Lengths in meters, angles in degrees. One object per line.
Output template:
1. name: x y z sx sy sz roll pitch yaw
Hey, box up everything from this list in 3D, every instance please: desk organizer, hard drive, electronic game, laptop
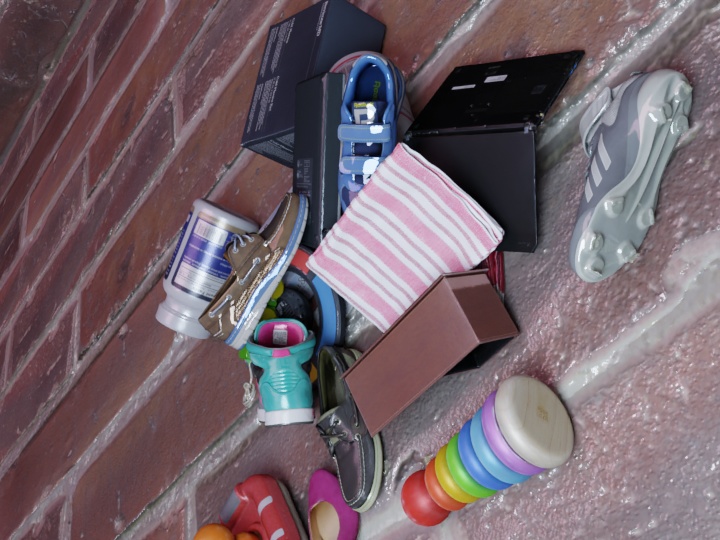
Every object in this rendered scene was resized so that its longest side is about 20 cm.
1. desk organizer: 0.068 0.089 0.880 0.200 0.071 0.078 -48 60 39
2. hard drive: -0.055 -0.134 1.039 0.139 0.032 0.205 -161 72 -71
3. electronic game: -0.097 0.063 1.109 0.197 0.041 0.205 1 91 40
4. laptop: 0.143 -0.130 0.913 0.175 0.104 0.201 5 49 44

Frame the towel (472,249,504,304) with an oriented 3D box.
1. towel: 0.101 -0.026 0.945 0.143 0.022 0.204 -29 51 46

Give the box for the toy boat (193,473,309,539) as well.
1. toy boat: -0.141 0.337 1.005 0.132 0.129 0.200 -59 35 16

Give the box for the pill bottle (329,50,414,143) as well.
1. pill bottle: 0.016 -0.176 1.054 0.109 0.107 0.203 -45 37 31

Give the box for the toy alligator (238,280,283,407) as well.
1. toy alligator: -0.142 0.067 1.065 0.059 0.053 0.205 -8 68 59

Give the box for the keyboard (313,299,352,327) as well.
1. keyboard: 0.000 0.000 1.084 0.202 0.011 0.057 -56 36 21

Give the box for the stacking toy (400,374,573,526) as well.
1. stacking toy: 0.105 0.181 0.792 0.200 0.084 0.087 -46 40 40

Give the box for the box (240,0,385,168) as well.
1. box: -0.072 -0.271 1.241 0.181 0.103 0.204 -2 72 55

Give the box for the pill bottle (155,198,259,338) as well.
1. pill bottle: -0.248 -0.002 1.342 0.115 0.114 0.203 30 98 55

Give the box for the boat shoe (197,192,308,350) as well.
1. boat shoe: -0.128 -0.009 1.002 0.203 0.071 0.072 -65 17 -4

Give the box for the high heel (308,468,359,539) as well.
1. high heel: -0.047 0.298 0.922 0.068 0.095 0.202 -52 38 23

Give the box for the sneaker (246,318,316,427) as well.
1. sneaker: -0.095 0.121 1.008 0.200 0.082 0.124 143 123 -78

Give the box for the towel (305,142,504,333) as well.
1. towel: 0.041 -0.020 0.891 0.200 0.146 0.030 -49 3 35

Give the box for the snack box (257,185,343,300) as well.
1. snack box: -0.089 -0.034 1.189 0.201 0.052 0.144 -49 39 29

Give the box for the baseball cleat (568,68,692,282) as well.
1. baseball cleat: 0.230 -0.086 0.766 0.203 0.069 0.106 -61 27 -3

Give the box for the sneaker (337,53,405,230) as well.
1. sneaker: 0.007 -0.141 0.920 0.072 0.082 0.205 1 83 10

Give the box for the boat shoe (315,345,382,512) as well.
1. boat shoe: -0.022 0.179 0.974 0.073 0.064 0.203 -44 40 35
